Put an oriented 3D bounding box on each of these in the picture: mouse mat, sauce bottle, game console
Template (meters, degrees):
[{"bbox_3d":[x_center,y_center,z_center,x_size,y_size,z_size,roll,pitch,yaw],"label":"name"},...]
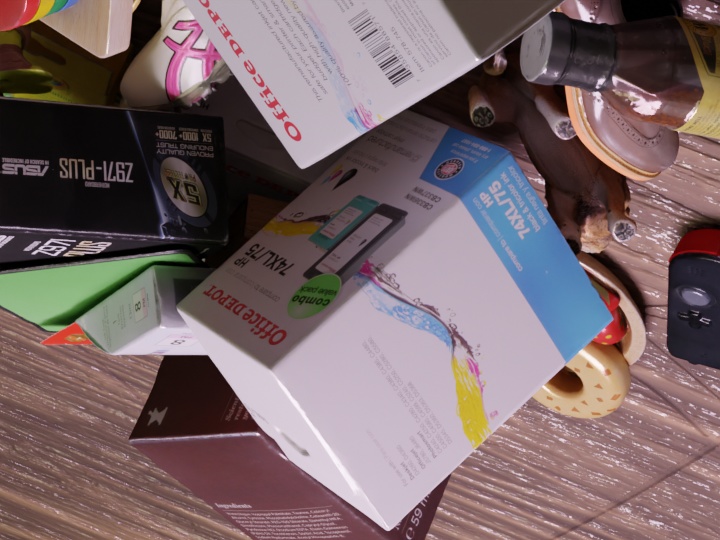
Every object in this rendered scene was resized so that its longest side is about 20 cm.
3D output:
[{"bbox_3d":[-0.167,0.015,1.505,0.159,0.008,0.200,-6,168,9],"label":"mouse mat"},{"bbox_3d":[0.188,-0.110,1.271,0.198,0.067,0.066,8,159,-23],"label":"sauce bottle"},{"bbox_3d":[0.310,0.044,1.553,0.198,0.031,0.177,17,151,15],"label":"game console"}]

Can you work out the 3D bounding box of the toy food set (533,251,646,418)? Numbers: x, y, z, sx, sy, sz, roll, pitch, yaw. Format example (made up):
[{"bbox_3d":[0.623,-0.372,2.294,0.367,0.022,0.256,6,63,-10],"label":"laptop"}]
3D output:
[{"bbox_3d":[0.116,0.031,1.662,0.196,0.049,0.200,20,153,7],"label":"toy food set"}]

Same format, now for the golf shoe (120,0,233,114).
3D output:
[{"bbox_3d":[-0.092,-0.174,1.408,0.092,0.073,0.200,42,124,-17],"label":"golf shoe"}]

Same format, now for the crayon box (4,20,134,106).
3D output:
[{"bbox_3d":[-0.237,-0.140,1.631,0.126,0.051,0.200,26,153,-3],"label":"crayon box"}]

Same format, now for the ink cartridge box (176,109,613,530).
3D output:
[{"bbox_3d":[0.020,0.027,1.400,0.146,0.200,0.146,55,166,-29],"label":"ink cartridge box"}]

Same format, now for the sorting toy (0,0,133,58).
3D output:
[{"bbox_3d":[-0.216,-0.241,1.265,0.198,0.069,0.201,32,131,30],"label":"sorting toy"}]

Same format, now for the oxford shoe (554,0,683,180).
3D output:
[{"bbox_3d":[0.160,-0.124,1.331,0.072,0.072,0.200,-1,144,30],"label":"oxford shoe"}]

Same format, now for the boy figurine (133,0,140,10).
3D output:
[{"bbox_3d":[-0.153,-0.233,1.328,0.123,0.065,0.201,9,135,-6],"label":"boy figurine"}]

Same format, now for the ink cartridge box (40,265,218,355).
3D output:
[{"bbox_3d":[-0.108,0.046,1.532,0.161,0.058,0.200,2,159,-31],"label":"ink cartridge box"}]

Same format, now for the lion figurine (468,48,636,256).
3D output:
[{"bbox_3d":[0.121,-0.083,1.430,0.072,0.123,0.201,-21,120,9],"label":"lion figurine"}]

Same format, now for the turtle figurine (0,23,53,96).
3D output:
[{"bbox_3d":[-0.228,-0.182,1.429,0.064,0.163,0.200,12,148,-36],"label":"turtle figurine"}]

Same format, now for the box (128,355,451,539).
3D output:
[{"bbox_3d":[-0.043,0.119,1.812,0.163,0.167,0.200,-7,141,46],"label":"box"}]

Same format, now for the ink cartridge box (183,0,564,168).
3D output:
[{"bbox_3d":[0.017,-0.174,1.229,0.146,0.144,0.200,55,146,-7],"label":"ink cartridge box"}]

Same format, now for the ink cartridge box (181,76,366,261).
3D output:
[{"bbox_3d":[-0.080,-0.070,1.585,0.143,0.085,0.200,22,155,-7],"label":"ink cartridge box"}]

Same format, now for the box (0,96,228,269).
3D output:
[{"bbox_3d":[-0.199,-0.040,1.465,0.162,0.087,0.200,4,166,-28],"label":"box"}]

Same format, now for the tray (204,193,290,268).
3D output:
[{"bbox_3d":[0.000,0.000,1.550,0.198,0.037,0.099,14,156,-17],"label":"tray"}]
